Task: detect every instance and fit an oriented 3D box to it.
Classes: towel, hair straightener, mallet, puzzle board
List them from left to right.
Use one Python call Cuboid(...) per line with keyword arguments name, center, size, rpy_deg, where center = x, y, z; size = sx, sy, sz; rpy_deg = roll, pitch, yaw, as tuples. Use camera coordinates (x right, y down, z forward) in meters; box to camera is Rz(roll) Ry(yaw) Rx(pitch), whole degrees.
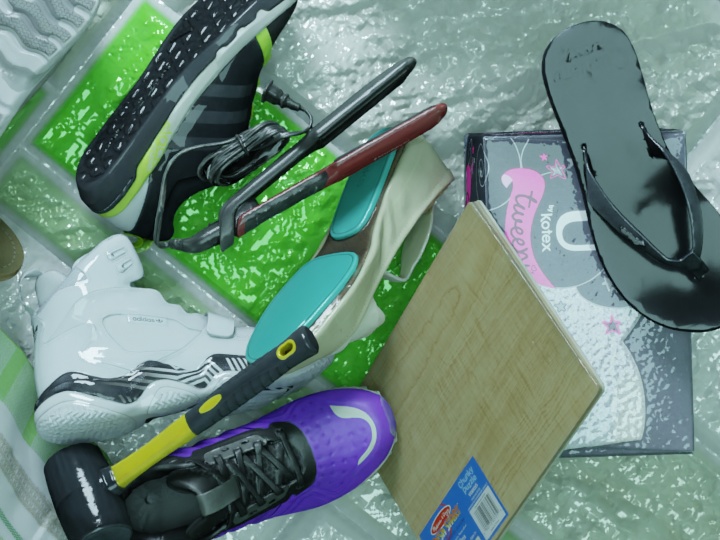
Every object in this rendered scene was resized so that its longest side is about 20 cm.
Cuboid(name="towel", center=(-0.219, 0.145, 1.322), size=(0.031, 0.200, 0.149), rpy_deg=(-12, 129, 29))
Cuboid(name="mallet", center=(-0.102, 0.104, 1.311), size=(0.200, 0.041, 0.066), rpy_deg=(-30, 62, 21))
Cuboid(name="hair straightener", center=(-0.048, -0.077, 1.374), size=(0.200, 0.041, 0.077), rpy_deg=(-32, 84, 0))
Cuboid(name="puzzle board", center=(0.067, 0.080, 1.340), size=(0.017, 0.200, 0.151), rpy_deg=(-7, 51, -36))

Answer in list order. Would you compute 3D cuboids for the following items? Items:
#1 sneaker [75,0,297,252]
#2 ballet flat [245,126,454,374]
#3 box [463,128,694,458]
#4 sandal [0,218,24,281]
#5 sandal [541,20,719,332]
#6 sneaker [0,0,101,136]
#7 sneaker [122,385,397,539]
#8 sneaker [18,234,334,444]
Cuboid(name="sneaker", center=(-0.098, -0.100, 1.401), size=(0.083, 0.072, 0.200), rpy_deg=(40, 91, -31))
Cuboid(name="ballet flat", center=(0.000, 0.000, 1.379), size=(0.069, 0.069, 0.200), rpy_deg=(33, 66, -5))
Cuboid(name="box", center=(0.134, 0.012, 1.386), size=(0.131, 0.115, 0.201), rpy_deg=(-2, 93, -4))
Cuboid(name="sandal", center=(-0.314, -0.023, 1.392), size=(0.211, 0.078, 0.070), rpy_deg=(24, 123, 2))
Cuboid(name="sandal", center=(0.162, -0.050, 1.305), size=(0.076, 0.043, 0.201), rpy_deg=(-28, 93, -2))
Cuboid(name="sneaker", center=(-0.234, -0.113, 1.371), size=(0.200, 0.082, 0.075), rpy_deg=(-40, 91, -1))
Cuboid(name="sneaker", center=(-0.073, 0.132, 1.372), size=(0.199, 0.100, 0.070), rpy_deg=(-21, 91, 10))
Cuboid(name="sneaker", center=(-0.118, 0.035, 1.387), size=(0.199, 0.075, 0.115), rpy_deg=(-11, 74, -22))
